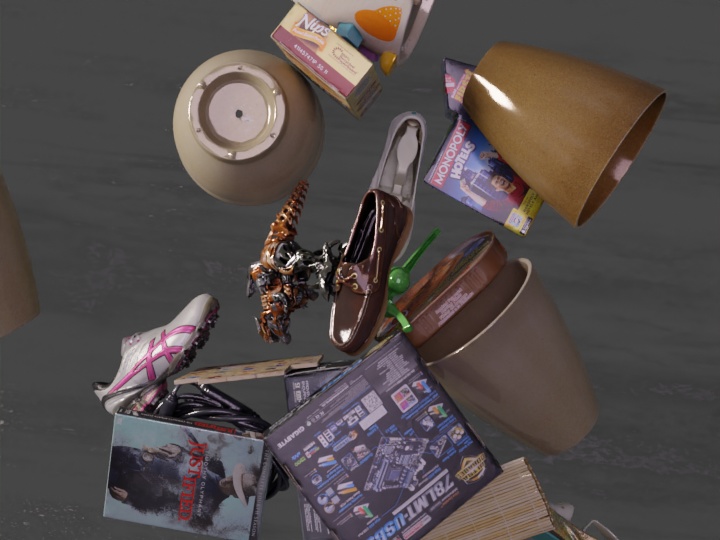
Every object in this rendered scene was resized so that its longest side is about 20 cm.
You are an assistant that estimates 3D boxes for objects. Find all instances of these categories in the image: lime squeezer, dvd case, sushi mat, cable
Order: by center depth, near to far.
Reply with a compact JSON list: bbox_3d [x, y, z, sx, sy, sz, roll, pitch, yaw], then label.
[{"bbox_3d":[-0.213,0.255,1.267,0.198,0.022,0.147,11,106,-2],"label":"dvd case"},{"bbox_3d":[0.052,0.017,1.277,0.038,0.201,0.071,36,129,-12],"label":"lime squeezer"},{"bbox_3d":[0.140,0.310,1.280,0.199,0.012,0.096,-27,85,24],"label":"sushi mat"},{"bbox_3d":[-0.182,0.239,1.292,0.199,0.051,0.164,32,99,-10],"label":"cable"}]

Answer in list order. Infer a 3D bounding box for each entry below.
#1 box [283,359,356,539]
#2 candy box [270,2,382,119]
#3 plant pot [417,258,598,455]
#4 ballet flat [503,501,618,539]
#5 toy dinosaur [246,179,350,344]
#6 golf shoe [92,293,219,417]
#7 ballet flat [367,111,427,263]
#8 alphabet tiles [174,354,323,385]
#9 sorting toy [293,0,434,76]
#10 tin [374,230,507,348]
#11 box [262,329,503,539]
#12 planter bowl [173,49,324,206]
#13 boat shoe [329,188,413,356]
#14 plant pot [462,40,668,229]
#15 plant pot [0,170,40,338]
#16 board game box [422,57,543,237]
[{"bbox_3d":[-0.035,0.215,1.250,0.085,0.164,0.202,-7,87,1],"label":"box"},{"bbox_3d":[-0.036,-0.251,1.249,0.115,0.200,0.055,40,93,2],"label":"candy box"},{"bbox_3d":[0.195,0.122,1.250,0.187,0.187,0.200,-42,102,-1],"label":"plant pot"},{"bbox_3d":[0.269,0.335,1.294,0.199,0.071,0.071,33,89,4],"label":"ballet flat"},{"bbox_3d":[-0.085,-0.006,1.296,0.135,0.102,0.202,9,117,21],"label":"toy dinosaur"},{"bbox_3d":[-0.261,0.103,1.304,0.092,0.073,0.200,38,89,4],"label":"golf shoe"},{"bbox_3d":[0.045,-0.109,1.310,0.069,0.069,0.202,12,88,1],"label":"ballet flat"},{"bbox_3d":[-0.131,0.120,1.236,0.166,0.200,0.008,-6,90,1],"label":"alphabet tiles"},{"bbox_3d":[-0.014,-0.331,1.279,0.179,0.200,0.108,23,111,5],"label":"sorting toy"},{"bbox_3d":[0.101,0.030,1.280,0.200,0.112,0.042,-42,99,0],"label":"tin"},{"bbox_3d":[0.025,0.205,1.146,0.200,0.050,0.199,-37,94,-6],"label":"box"},{"bbox_3d":[-0.146,-0.189,1.283,0.198,0.135,0.202,0,87,0],"label":"planter bowl"},{"bbox_3d":[0.000,0.000,1.238,0.070,0.070,0.202,9,78,40],"label":"boat shoe"},{"bbox_3d":[0.226,-0.181,1.205,0.199,0.186,0.187,35,89,15],"label":"plant pot"},{"bbox_3d":[-0.492,-0.010,1.273,0.186,0.187,0.201,-27,102,0],"label":"plant pot"},{"bbox_3d":[0.168,-0.175,1.313,0.199,0.062,0.201,29,88,2],"label":"board game box"}]
